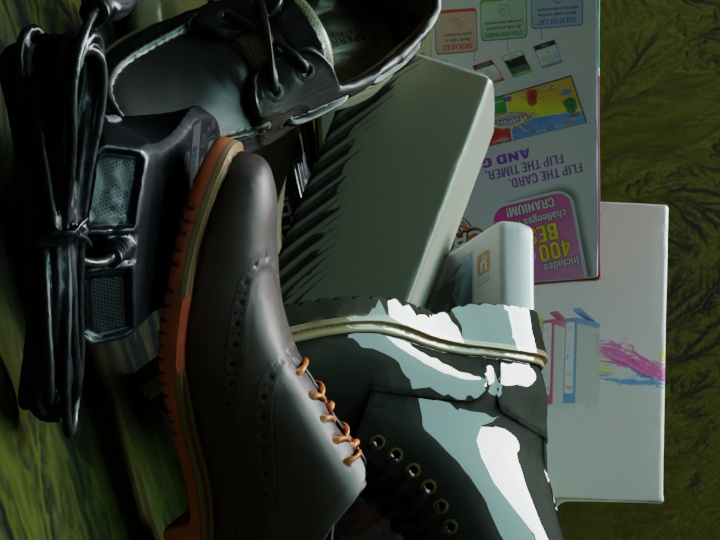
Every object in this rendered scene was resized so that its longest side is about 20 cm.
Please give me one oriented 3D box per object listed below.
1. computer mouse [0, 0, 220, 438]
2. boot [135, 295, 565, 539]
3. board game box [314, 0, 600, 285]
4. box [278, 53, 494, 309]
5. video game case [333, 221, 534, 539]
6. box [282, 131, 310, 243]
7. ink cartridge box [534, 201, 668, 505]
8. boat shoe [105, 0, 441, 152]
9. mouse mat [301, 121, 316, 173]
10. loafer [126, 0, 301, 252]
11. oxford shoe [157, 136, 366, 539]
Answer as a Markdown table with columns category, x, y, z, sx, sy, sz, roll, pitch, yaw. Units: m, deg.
| category | x | y | z | sx | sy | sz | roll | pitch | yaw |
| --- | --- | --- | --- | --- | --- | --- | --- | --- | --- |
| computer mouse | -0.089 | -0.042 | 0.643 | 0.200 | 0.046 | 0.141 | -61 | 156 | -70 |
| boot | 0.012 | 0.087 | 0.781 | 0.077 | 0.199 | 0.139 | -31 | -114 | 51 |
| board game box | 0.050 | -0.085 | 1.006 | 0.040 | 0.152 | 0.201 | -100 | -174 | -63 |
| box | 0.000 | 0.000 | 0.901 | 0.082 | 0.068 | 0.201 | 76 | 34 | -75 |
| video game case | 0.028 | 0.092 | 0.953 | 0.200 | 0.023 | 0.183 | -35 | -131 | 57 |
| box | -0.045 | -0.033 | 1.142 | 0.158 | 0.050 | 0.201 | -67 | 143 | -82 |
| ink cartridge box | 0.111 | 0.064 | 1.152 | 0.129 | 0.125 | 0.201 | 131 | -39 | -83 |
| boat shoe | -0.040 | -0.092 | 0.794 | 0.073 | 0.065 | 0.200 | 56 | 41 | 2 |
| mouse mat | -0.034 | -0.132 | 0.984 | 0.200 | 0.007 | 0.162 | -120 | -157 | -83 |
| loafer | -0.059 | -0.056 | 0.941 | 0.076 | 0.068 | 0.201 | -95 | 169 | -61 |
| oxford shoe | -0.031 | 0.051 | 0.689 | 0.071 | 0.072 | 0.201 | -55 | 146 | -72 |
